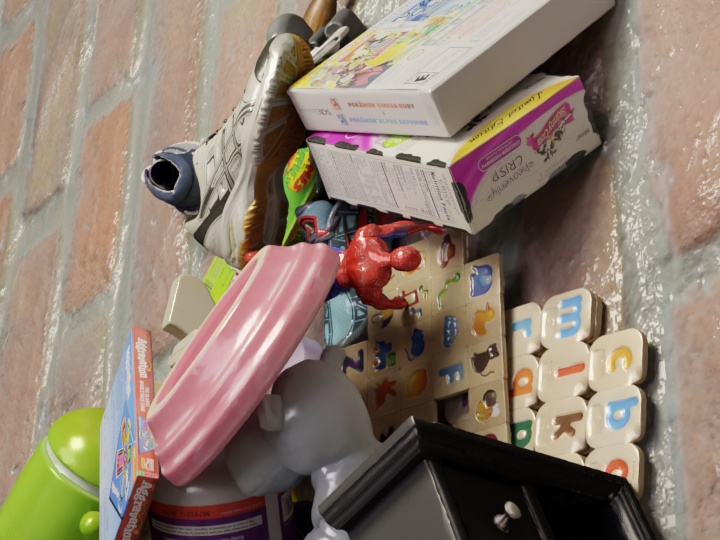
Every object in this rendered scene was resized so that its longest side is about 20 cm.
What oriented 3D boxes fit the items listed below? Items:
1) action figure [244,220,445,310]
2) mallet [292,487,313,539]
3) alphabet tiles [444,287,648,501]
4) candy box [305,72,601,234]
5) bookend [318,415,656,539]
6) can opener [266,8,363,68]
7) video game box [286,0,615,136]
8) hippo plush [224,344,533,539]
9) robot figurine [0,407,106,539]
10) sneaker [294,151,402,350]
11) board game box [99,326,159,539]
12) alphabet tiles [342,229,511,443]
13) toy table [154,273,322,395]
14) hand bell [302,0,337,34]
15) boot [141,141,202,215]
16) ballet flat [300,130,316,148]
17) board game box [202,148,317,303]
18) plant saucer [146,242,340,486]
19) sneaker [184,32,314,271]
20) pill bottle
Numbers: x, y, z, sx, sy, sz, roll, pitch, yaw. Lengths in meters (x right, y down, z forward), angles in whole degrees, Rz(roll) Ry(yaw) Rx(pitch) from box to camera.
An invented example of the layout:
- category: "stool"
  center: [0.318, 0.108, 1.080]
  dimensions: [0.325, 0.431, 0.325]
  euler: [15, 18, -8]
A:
- category: "action figure"
  center: [0.000, 0.000, 1.180]
  dimensions: [0.199, 0.098, 0.066]
  euler: [-9, 82, 56]
- category: "mallet"
  center: [-0.065, 0.158, 1.290]
  dimensions: [0.066, 0.041, 0.201]
  euler: [-44, 36, 33]
- category: "alphabet tiles"
  center: [0.126, 0.115, 1.071]
  dimensions: [0.195, 0.015, 0.202]
  euler: [-21, 55, 48]
- category: "candy box"
  center: [0.067, -0.100, 1.174]
  dimensions: [0.136, 0.061, 0.199]
  euler: [-35, 27, -24]
- category: "bookend"
  center: [0.100, 0.206, 0.879]
  dimensions: [0.092, 0.199, 0.200]
  euler: [-46, 44, 27]
- category: "can opener"
  center: [-0.033, -0.209, 1.354]
  dimensions: [0.053, 0.067, 0.200]
  euler: [-38, 5, 14]
- category: "video game box"
  center: [0.069, -0.174, 1.188]
  dimensions: [0.200, 0.047, 0.182]
  euler: [-39, 30, -27]
- category: "hippo plush"
  center: [-0.022, 0.150, 1.044]
  dimensions: [0.200, 0.161, 0.159]
  euler: [-36, 7, 40]
- category: "robot figurine"
  center: [-0.272, 0.219, 1.457]
  dimensions: [0.201, 0.115, 0.176]
  euler: [-58, 31, 12]
- category: "sneaker"
  center: [-0.022, -0.021, 1.275]
  dimensions: [0.079, 0.095, 0.202]
  euler: [-23, 55, 45]
- category: "board game box"
  center: [-0.181, 0.139, 1.180]
  dimensions: [0.200, 0.019, 0.104]
  euler: [-106, 33, -59]
- category: "alphabet tiles"
  center: [0.044, 0.071, 1.160]
  dimensions: [0.166, 0.008, 0.202]
  euler: [-21, 58, 38]
- category: "toy table"
  center: [-0.123, 0.106, 1.280]
  dimensions: [0.200, 0.116, 0.185]
  euler: [-48, 28, 46]
- category: "hand bell"
  center: [-0.024, -0.288, 1.460]
  dimensions: [0.104, 0.103, 0.201]
  euler: [50, 123, 52]
- category: "boot"
  center: [-0.186, -0.101, 1.545]
  dimensions: [0.200, 0.090, 0.073]
  euler: [26, 92, 55]
- category: "ballet flat"
  center: [-0.021, -0.149, 1.312]
  dimensions: [0.198, 0.066, 0.057]
  euler: [-20, 77, 1]
- category: "board game box"
  center: [-0.074, -0.033, 1.395]
  dimensions: [0.101, 0.047, 0.201]
  euler: [36, 101, 54]
- category: "plant saucer"
  center: [-0.090, 0.057, 1.086]
  dimensions: [0.201, 0.051, 0.201]
  euler: [-53, 7, 10]
- category: "sneaker"
  center: [-0.099, -0.103, 1.253]
  dimensions: [0.087, 0.075, 0.202]
  euler: [24, 108, 29]
- category: "pill bottle"
  center: [-0.101, 0.234, 1.172]
  dimensions: [0.112, 0.112, 0.202]
  euler: [12, 111, 55]
